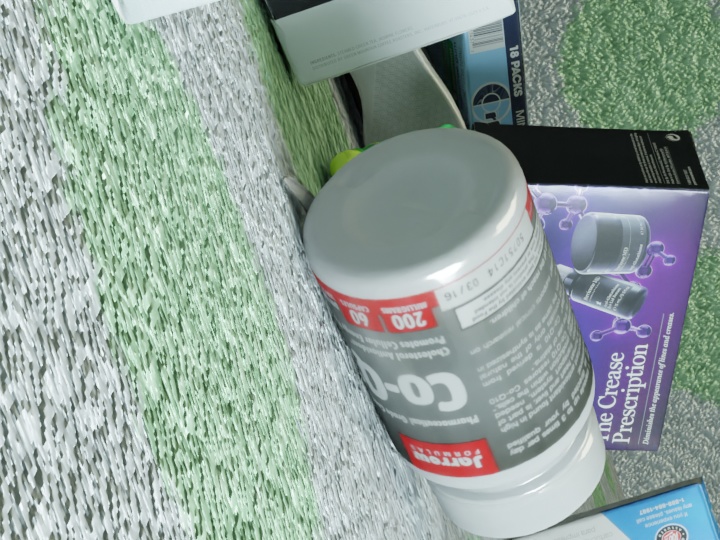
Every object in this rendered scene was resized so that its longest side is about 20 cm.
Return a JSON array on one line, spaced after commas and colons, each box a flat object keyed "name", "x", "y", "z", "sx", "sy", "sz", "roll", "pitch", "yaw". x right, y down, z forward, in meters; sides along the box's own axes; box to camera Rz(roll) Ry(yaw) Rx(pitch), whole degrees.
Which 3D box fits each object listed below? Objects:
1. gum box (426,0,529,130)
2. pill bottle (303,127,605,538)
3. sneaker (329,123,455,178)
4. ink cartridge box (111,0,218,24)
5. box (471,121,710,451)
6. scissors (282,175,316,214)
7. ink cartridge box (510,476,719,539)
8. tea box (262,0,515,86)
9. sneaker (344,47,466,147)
[{"name": "gum box", "x": 0.063, "y": -0.139, "z": 1.451, "sx": 0.200, "sy": 0.044, "sz": 0.171, "roll": -127, "pitch": -154, "yaw": -62}, {"name": "pill bottle", "x": 0.054, "y": 0.037, "z": 1.055, "sx": 0.114, "sy": 0.113, "sz": 0.201, "roll": -98, "pitch": 168, "yaw": -51}, {"name": "sneaker", "x": 0.038, "y": -0.040, "z": 1.225, "sx": 0.200, "sy": 0.083, "sz": 0.074, "roll": 14, "pitch": 58, "yaw": -82}, {"name": "ink cartridge box", "x": -0.006, "y": -0.179, "z": 0.798, "sx": 0.163, "sy": 0.199, "sz": 0.057, "roll": -100, "pitch": 171, "yaw": -49}, {"name": "box", "x": 0.131, "y": 0.013, "z": 1.308, "sx": 0.079, "sy": 0.140, "sz": 0.201, "roll": -92, "pitch": -175, "yaw": -56}, {"name": "scissors", "x": 0.000, "y": 0.000, "z": 1.092, "sx": 0.200, "sy": 0.014, "sz": 0.074, "roll": 17, "pitch": 91, "yaw": -63}, {"name": "ink cartridge box", "x": 0.204, "y": 0.264, "z": 1.466, "sx": 0.084, "sy": 0.145, "sz": 0.201, "roll": 21, "pitch": 51, "yaw": -81}, {"name": "tea box", "x": -0.012, "y": -0.250, "z": 1.165, "sx": 0.200, "sy": 0.133, "sz": 0.197, "roll": -98, "pitch": 168, "yaw": -53}, {"name": "sneaker", "x": 0.027, "y": -0.128, "z": 1.393, "sx": 0.099, "sy": 0.070, "sz": 0.201, "roll": -74, "pitch": 141, "yaw": -68}]
